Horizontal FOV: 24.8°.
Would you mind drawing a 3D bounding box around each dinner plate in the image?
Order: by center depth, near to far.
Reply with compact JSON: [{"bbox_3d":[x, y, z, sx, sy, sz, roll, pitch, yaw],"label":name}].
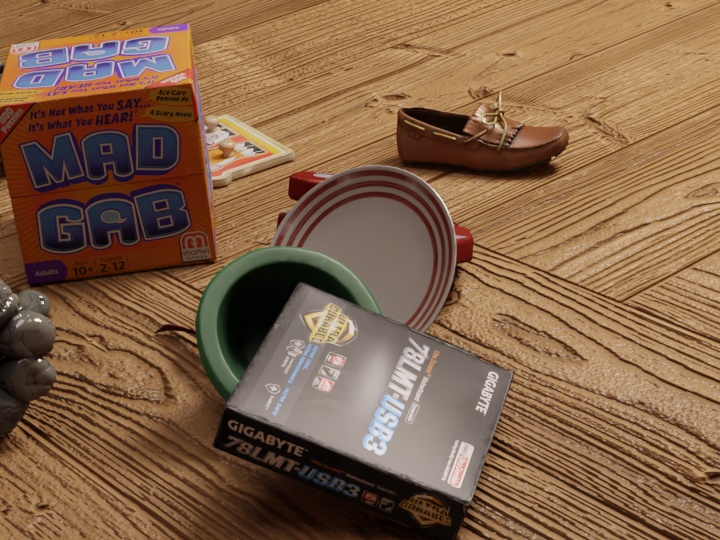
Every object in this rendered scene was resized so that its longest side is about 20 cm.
[{"bbox_3d":[0.000,0.000,1.496,0.200,0.201,0.024,11,-12,32],"label":"dinner plate"}]

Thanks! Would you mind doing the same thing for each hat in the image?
[{"bbox_3d":[-0.076,0.084,1.476,0.165,0.176,0.200,-13,64,-17],"label":"hat"}]

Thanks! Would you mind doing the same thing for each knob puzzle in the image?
[{"bbox_3d":[-0.207,-0.143,1.949,0.219,0.031,0.220,-5,27,3],"label":"knob puzzle"}]

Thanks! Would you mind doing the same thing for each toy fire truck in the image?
[{"bbox_3d":[0.022,-0.038,1.618,0.200,0.112,0.168,9,11,26],"label":"toy fire truck"}]

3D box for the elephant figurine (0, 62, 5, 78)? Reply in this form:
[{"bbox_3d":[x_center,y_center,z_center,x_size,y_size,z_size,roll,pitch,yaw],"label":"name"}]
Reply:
[{"bbox_3d":[-0.414,-0.202,2.037,0.142,0.155,0.200,-53,20,2],"label":"elephant figurine"}]

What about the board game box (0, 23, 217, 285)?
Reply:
[{"bbox_3d":[-0.264,-0.127,1.738,0.199,0.200,0.200,-7,26,-3],"label":"board game box"}]

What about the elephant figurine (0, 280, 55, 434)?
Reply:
[{"bbox_3d":[-0.354,0.066,1.464,0.142,0.155,0.200,-57,27,-4],"label":"elephant figurine"}]

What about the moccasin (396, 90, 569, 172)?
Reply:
[{"bbox_3d":[0.136,-0.158,1.848,0.201,0.078,0.074,9,30,28],"label":"moccasin"}]

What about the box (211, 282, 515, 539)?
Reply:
[{"bbox_3d":[0.009,0.108,1.298,0.198,0.050,0.200,21,32,6],"label":"box"}]
